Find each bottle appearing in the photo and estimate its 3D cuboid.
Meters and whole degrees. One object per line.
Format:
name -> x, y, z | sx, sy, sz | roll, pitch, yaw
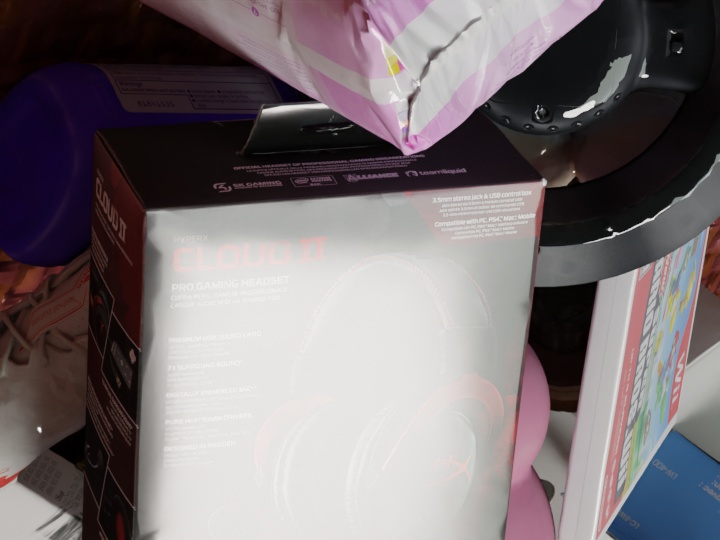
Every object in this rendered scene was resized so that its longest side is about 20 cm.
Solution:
bottle -> -0.055, -0.043, 1.018 | 0.200, 0.065, 0.084 | -4, 146, -41

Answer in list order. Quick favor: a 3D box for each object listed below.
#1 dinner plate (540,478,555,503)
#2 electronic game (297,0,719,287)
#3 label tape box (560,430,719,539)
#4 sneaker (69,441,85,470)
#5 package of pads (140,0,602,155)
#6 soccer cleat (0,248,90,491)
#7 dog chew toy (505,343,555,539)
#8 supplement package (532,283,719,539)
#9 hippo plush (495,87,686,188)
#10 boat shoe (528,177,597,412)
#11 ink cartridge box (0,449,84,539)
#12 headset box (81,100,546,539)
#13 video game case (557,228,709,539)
dinner plate -> 0.003, 0.146, 1.228 | 0.200, 0.200, 0.024 | -23, 98, -37
electronic game -> 0.072, -0.093, 0.988 | 0.200, 0.200, 0.042 | -54, -175, 6
label tape box -> 0.203, 0.152, 1.275 | 0.063, 0.144, 0.200 | -52, 150, 1
sneaker -> -0.092, 0.063, 1.117 | 0.200, 0.074, 0.085 | -49, 144, -19
package of pads -> -0.008, -0.125, 0.882 | 0.120, 0.200, 0.076 | -37, 133, -20
soccer cleat -> -0.112, 0.029, 0.965 | 0.200, 0.069, 0.085 | -21, 155, -5
dog chew toy -> 0.024, 0.066, 1.060 | 0.124, 0.124, 0.200 | -12, 112, -46
supplement package -> 0.120, 0.089, 1.358 | 0.117, 0.117, 0.200 | -32, 145, -27
hippo plush -> 0.079, -0.104, 1.098 | 0.159, 0.200, 0.161 | -33, 173, -3
boat shoe -> 0.112, -0.026, 1.188 | 0.065, 0.073, 0.200 | 96, 3, -50
ink cartridge box -> -0.151, 0.134, 1.047 | 0.116, 0.200, 0.068 | -56, -175, 10
headset box -> -0.020, 0.029, 0.912 | 0.149, 0.075, 0.200 | -4, 117, -20
video game case -> 0.128, 0.029, 1.132 | 0.200, 0.017, 0.143 | -39, 138, -68
